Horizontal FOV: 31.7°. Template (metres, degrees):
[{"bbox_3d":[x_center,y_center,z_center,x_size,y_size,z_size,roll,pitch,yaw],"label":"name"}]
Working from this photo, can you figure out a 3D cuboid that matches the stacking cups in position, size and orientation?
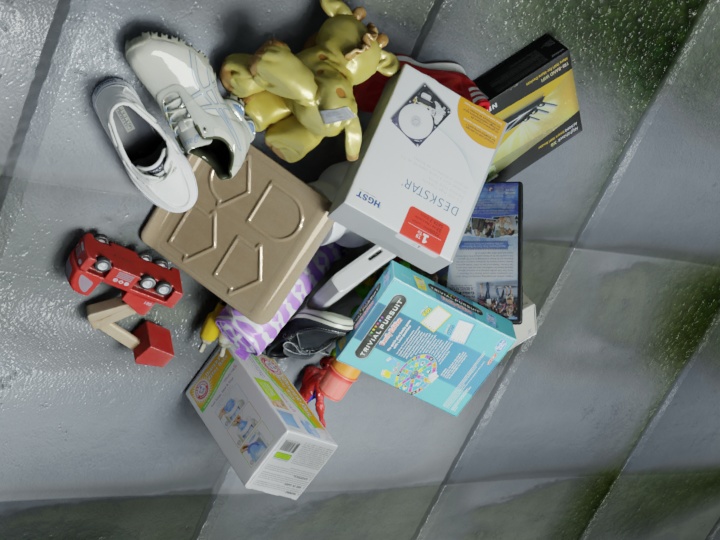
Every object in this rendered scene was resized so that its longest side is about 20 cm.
[{"bbox_3d":[0.003,0.092,1.775,0.060,0.061,0.201,20,109,-45],"label":"stacking cups"}]

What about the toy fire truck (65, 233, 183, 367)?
[{"bbox_3d":[-0.300,0.041,1.615,0.199,0.049,0.141,23,123,-36],"label":"toy fire truck"}]

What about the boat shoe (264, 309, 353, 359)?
[{"bbox_3d":[-0.074,0.090,1.737,0.074,0.199,0.063,14,75,-32],"label":"boat shoe"}]

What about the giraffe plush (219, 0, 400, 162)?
[{"bbox_3d":[-0.046,-0.243,1.527,0.163,0.198,0.173,-58,139,-28],"label":"giraffe plush"}]

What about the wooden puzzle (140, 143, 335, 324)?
[{"bbox_3d":[-0.151,-0.060,1.600,0.186,0.199,0.046,-56,-179,15],"label":"wooden puzzle"}]

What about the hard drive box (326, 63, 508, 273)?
[{"bbox_3d":[0.071,-0.124,1.564,0.154,0.077,0.202,27,72,-12],"label":"hard drive box"}]

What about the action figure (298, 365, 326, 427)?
[{"bbox_3d":[-0.093,0.219,1.919,0.200,0.065,0.099,-42,130,1],"label":"action figure"}]

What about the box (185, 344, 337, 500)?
[{"bbox_3d":[-0.140,0.207,1.770,0.112,0.200,0.102,25,108,-48],"label":"box"}]

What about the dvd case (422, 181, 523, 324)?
[{"bbox_3d":[0.157,-0.024,1.778,0.140,0.203,0.018,0,169,10],"label":"dvd case"}]

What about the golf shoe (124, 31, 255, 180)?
[{"bbox_3d":[-0.195,-0.187,1.460,0.078,0.098,0.200,-25,131,30],"label":"golf shoe"}]

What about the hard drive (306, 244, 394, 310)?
[{"bbox_3d":[0.000,0.000,1.679,0.131,0.027,0.200,-36,178,-15],"label":"hard drive"}]

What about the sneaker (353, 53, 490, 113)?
[{"bbox_3d":[0.087,-0.224,1.654,0.198,0.116,0.079,-12,130,-31],"label":"sneaker"}]

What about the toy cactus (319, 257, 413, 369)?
[{"bbox_3d":[0.023,0.059,1.875,0.164,0.102,0.202,-4,126,-58],"label":"toy cactus"}]

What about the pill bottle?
[{"bbox_3d":[0.009,-0.094,1.678,0.199,0.112,0.113,-18,134,-41],"label":"pill bottle"}]

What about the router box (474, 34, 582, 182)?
[{"bbox_3d":[0.216,-0.216,1.806,0.199,0.052,0.158,-34,138,-10],"label":"router box"}]

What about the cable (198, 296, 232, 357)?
[{"bbox_3d":[-0.164,0.024,1.712,0.096,0.050,0.202,-6,127,-29],"label":"cable"}]

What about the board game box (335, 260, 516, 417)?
[{"bbox_3d":[0.088,0.095,1.724,0.198,0.047,0.152,27,117,-18],"label":"board game box"}]

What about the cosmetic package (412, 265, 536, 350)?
[{"bbox_3d":[0.159,0.032,1.854,0.103,0.200,0.074,-29,140,-15],"label":"cosmetic package"}]

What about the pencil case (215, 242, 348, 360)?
[{"bbox_3d":[-0.109,0.022,1.702,0.200,0.084,0.086,-49,164,-18],"label":"pencil case"}]

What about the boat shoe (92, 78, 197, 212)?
[{"bbox_3d":[-0.250,-0.132,1.495,0.073,0.066,0.201,-36,131,0],"label":"boat shoe"}]
